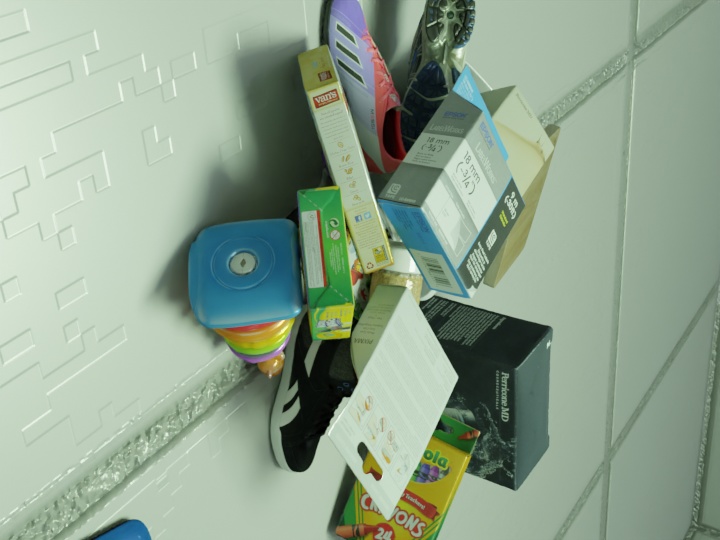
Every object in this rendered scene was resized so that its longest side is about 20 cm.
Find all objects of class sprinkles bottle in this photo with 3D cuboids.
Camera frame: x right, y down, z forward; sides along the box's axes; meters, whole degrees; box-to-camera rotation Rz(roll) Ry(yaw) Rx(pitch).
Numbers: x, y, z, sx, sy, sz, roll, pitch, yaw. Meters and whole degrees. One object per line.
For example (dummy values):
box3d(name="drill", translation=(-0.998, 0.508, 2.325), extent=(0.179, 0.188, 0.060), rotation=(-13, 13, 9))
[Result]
box3d(name="sprinkles bottle", translation=(0.035, 0.069, 1.185), extent=(0.068, 0.067, 0.205), rotation=(-5, 105, -58))

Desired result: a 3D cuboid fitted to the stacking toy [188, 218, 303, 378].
box3d(name="stacking toy", translation=(-0.105, 0.049, 1.004), extent=(0.202, 0.107, 0.118), rotation=(84, -1, -56))

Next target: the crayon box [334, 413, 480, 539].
box3d(name="crayon box", translation=(0.062, 0.279, 1.299), extent=(0.204, 0.125, 0.051), rotation=(-67, 165, -1))

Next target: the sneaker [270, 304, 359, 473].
box3d(name="sneaker", translation=(-0.037, 0.149, 1.126), extent=(0.073, 0.110, 0.205), rotation=(-12, 112, -55))

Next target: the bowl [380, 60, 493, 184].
box3d(name="bowl", translation=(0.109, -0.145, 1.246), extent=(0.199, 0.074, 0.202), rotation=(43, 65, -30))

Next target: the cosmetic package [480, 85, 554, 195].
box3d(name="cosmetic package", translation=(0.140, -0.114, 1.178), extent=(0.104, 0.072, 0.201), rotation=(49, 62, -25))

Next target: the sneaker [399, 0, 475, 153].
box3d(name="sneaker", translation=(0.087, -0.225, 1.144), extent=(0.085, 0.075, 0.204), rotation=(-145, -111, -80))

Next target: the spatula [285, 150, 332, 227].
box3d(name="spatula", translation=(-0.051, -0.086, 1.098), extent=(0.201, 0.020, 0.057), rotation=(-54, 136, -32))

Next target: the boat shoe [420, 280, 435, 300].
box3d(name="boat shoe", translation=(0.110, -0.052, 1.341), extent=(0.066, 0.069, 0.204), rotation=(31, 68, -56))

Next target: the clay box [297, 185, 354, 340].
box3d(name="clay box", translation=(-0.036, 0.002, 1.000), extent=(0.200, 0.046, 0.118), rotation=(102, -18, -76))

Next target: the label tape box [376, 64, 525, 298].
box3d(name="label tape box", translation=(0.116, -0.097, 1.054), extent=(0.202, 0.062, 0.145), rotation=(-57, 135, -24))

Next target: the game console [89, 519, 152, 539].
box3d(name="game console", translation=(-0.274, 0.353, 0.907), extent=(0.199, 0.117, 0.174), rotation=(-18, 86, -55))

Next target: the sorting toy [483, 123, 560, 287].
box3d(name="sorting toy", translation=(0.213, -0.106, 1.434), extent=(0.200, 0.068, 0.203), rotation=(-40, 147, -62))

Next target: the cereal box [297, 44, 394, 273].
box3d(name="cereal box", translation=(-0.016, -0.117, 1.018), extent=(0.145, 0.039, 0.203), rotation=(-105, 178, -63))

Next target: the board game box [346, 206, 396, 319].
box3d(name="board game box", translation=(0.000, 0.000, 1.203), extent=(0.128, 0.034, 0.201), rotation=(-61, 146, -24))

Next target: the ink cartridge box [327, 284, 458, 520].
box3d(name="ink cartridge box", translation=(0.027, 0.144, 1.091), extent=(0.202, 0.047, 0.161), rotation=(-59, 135, -32))

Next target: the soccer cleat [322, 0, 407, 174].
box3d(name="soccer cleat", translation=(0.011, -0.206, 1.085), extent=(0.068, 0.072, 0.204), rotation=(-28, 113, -45))

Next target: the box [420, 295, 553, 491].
box3d(name="box", translation=(0.154, 0.165, 1.363), extent=(0.117, 0.197, 0.201), rotation=(-36, 131, -46))
